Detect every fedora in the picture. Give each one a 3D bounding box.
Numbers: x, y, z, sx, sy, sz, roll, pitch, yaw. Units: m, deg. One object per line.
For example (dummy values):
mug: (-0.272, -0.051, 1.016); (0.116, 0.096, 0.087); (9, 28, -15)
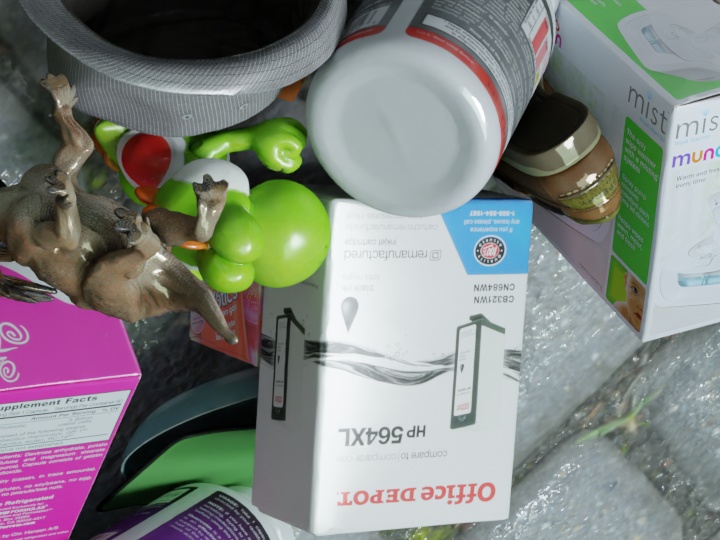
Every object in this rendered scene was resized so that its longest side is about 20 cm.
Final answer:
fedora: (-0.109, -0.137, 1.376); (0.199, 0.177, 0.091); (-15, 145, -30)

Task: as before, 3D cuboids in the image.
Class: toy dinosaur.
toy dinosaur: (-0.150, -0.009, 1.326); (0.086, 0.199, 0.136); (-57, 176, -48)

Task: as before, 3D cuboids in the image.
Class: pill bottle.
pill bottle: (-0.122, 0.207, 1.587); (0.200, 0.112, 0.113); (-26, 143, -59)
pill bottle: (0.050, -0.128, 1.442); (0.115, 0.200, 0.116); (11, 126, 15)

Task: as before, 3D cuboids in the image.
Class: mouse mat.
mouse mat: (-0.063, 0.124, 1.633); (0.199, 0.008, 0.161); (-4, 160, -30)

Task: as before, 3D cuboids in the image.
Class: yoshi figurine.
yoshi figurine: (-0.080, -0.047, 1.424); (0.111, 0.200, 0.113); (-24, 129, -7)

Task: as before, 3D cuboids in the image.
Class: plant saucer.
plant saucer: (-0.062, 0.096, 1.604); (0.199, 0.028, 0.200); (-13, 162, -4)

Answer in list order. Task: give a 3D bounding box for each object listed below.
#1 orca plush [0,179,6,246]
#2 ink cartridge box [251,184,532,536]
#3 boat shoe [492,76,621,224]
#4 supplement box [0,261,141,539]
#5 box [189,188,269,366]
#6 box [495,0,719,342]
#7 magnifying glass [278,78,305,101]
orca plush: (-0.228, -0.059, 1.420); (0.199, 0.105, 0.072); (23, 78, -37)
ink cartridge box: (0.019, 0.052, 1.481); (0.145, 0.084, 0.201); (-2, 99, -30)
boat shoe: (0.103, -0.078, 1.513); (0.072, 0.200, 0.068); (-34, 115, 1)
supplement box: (-0.214, 0.085, 1.470); (0.103, 0.102, 0.200); (-5, 144, -29)
box: (0.000, 0.000, 1.566); (0.199, 0.095, 0.103); (-1, 99, -31)
box: (0.178, -0.089, 1.556); (0.096, 0.200, 0.177); (-15, 130, -22)
magnifying glass: (-0.006, -0.193, 1.490); (0.079, 0.022, 0.201); (15, 114, -38)
